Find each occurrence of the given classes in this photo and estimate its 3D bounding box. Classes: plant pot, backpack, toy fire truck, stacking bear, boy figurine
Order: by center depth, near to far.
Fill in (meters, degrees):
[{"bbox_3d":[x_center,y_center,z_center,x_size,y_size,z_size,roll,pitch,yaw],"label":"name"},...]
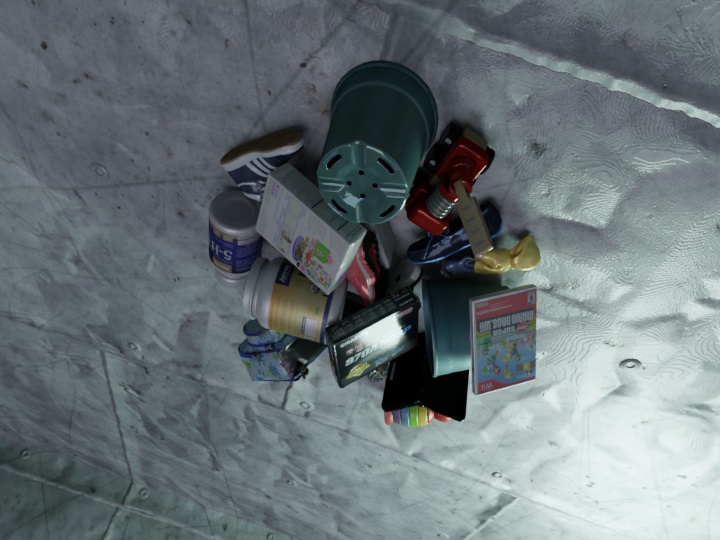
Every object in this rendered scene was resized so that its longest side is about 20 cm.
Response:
[{"bbox_3d":[0.020,-0.197,0.866,0.192,0.200,0.204,10,137,9],"label":"plant pot"},{"bbox_3d":[0.155,-0.113,0.902,0.126,0.204,0.177,28,136,-12],"label":"toy fire truck"},{"bbox_3d":[0.254,-0.025,1.049,0.193,0.067,0.124,-10,165,24],"label":"boy figurine"},{"bbox_3d":[0.231,0.112,1.120,0.180,0.204,0.204,-6,135,3],"label":"plant pot"},{"bbox_3d":[-0.187,0.158,1.229,0.195,0.183,0.151,-16,108,37],"label":"backpack"},{"bbox_3d":[0.166,0.371,1.459,0.192,0.116,0.124,-1,135,12],"label":"stacking bear"}]

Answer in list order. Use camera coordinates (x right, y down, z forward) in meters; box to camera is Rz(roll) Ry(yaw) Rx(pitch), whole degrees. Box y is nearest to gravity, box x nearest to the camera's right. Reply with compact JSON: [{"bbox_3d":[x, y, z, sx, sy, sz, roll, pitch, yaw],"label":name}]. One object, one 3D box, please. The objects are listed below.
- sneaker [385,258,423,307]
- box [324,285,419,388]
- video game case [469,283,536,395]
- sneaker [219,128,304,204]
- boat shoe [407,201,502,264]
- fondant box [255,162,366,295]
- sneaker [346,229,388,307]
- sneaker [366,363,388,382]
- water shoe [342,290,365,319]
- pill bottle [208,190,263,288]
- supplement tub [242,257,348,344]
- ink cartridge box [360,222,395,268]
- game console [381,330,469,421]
[{"bbox_3d":[0.106,0.045,1.173,0.110,0.075,0.199,29,150,-18],"label":"sneaker"},{"bbox_3d":[0.027,0.137,1.073,0.195,0.046,0.162,-25,141,-17],"label":"box"},{"bbox_3d":[0.281,0.137,1.040,0.138,0.017,0.208,-11,110,-13],"label":"video game case"},{"bbox_3d":[-0.170,-0.196,1.021,0.194,0.071,0.110,-7,129,31],"label":"sneaker"},{"bbox_3d":[0.175,-0.080,1.034,0.195,0.085,0.070,-25,118,15],"label":"boat shoe"},{"bbox_3d":[-0.097,-0.075,0.978,0.199,0.058,0.146,41,138,11],"label":"fondant box"},{"bbox_3d":[0.000,0.000,1.053,0.084,0.075,0.205,8,134,27],"label":"sneaker"},{"bbox_3d":[0.025,0.173,1.324,0.074,0.085,0.207,-7,115,-17],"label":"sneaker"},{"bbox_3d":[0.024,0.114,1.182,0.193,0.081,0.072,18,155,6],"label":"water shoe"},{"bbox_3d":[-0.272,-0.059,1.155,0.116,0.122,0.203,17,137,0],"label":"pill bottle"},{"bbox_3d":[-0.131,0.058,1.086,0.193,0.147,0.147,14,137,1],"label":"supplement tub"},{"bbox_3d":[-0.040,-0.073,1.092,0.193,0.085,0.147,-6,133,24],"label":"ink cartridge box"},{"bbox_3d":[0.159,0.261,1.275,0.172,0.204,0.117,-23,124,35],"label":"game console"}]
